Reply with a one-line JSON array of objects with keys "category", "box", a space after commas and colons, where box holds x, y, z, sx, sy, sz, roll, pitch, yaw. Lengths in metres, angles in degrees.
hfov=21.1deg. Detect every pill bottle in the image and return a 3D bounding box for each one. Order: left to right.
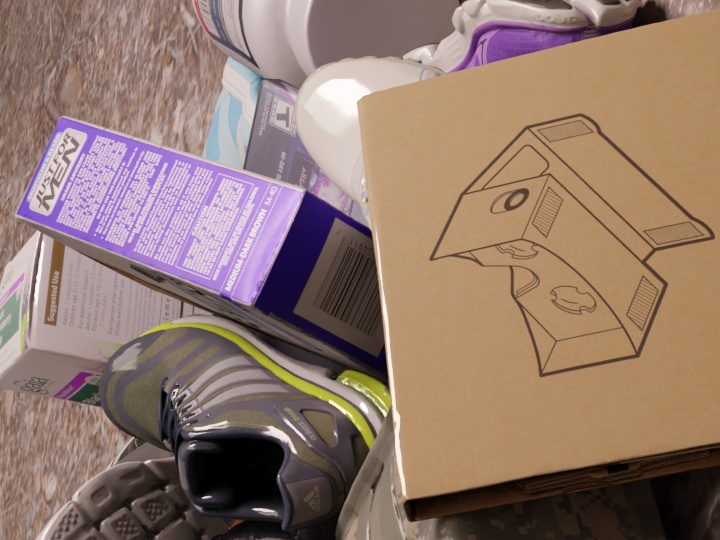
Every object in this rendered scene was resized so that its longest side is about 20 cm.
[{"category": "pill bottle", "box": [-0.019, -0.155, 1.110, 0.200, 0.119, 0.120, -140, 63, -64]}]

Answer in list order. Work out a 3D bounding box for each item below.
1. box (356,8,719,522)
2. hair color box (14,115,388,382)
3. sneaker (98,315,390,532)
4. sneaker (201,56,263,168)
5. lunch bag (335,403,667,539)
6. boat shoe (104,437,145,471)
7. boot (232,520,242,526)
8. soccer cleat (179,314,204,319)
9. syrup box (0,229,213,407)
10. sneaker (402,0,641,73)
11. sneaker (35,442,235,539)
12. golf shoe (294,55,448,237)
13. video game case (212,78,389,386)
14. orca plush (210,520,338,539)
[{"category": "box", "box": [0.085, -0.006, 0.765, 0.021, 0.162, 0.201, 65, -164, -54]}, {"category": "hair color box", "box": [-0.068, -0.012, 0.955, 0.199, 0.109, 0.065, 21, 83, 47]}, {"category": "sneaker", "box": [-0.065, 0.073, 0.911, 0.199, 0.081, 0.074, 10, 114, 45]}, {"category": "sneaker", "box": [-0.057, -0.054, 1.214, 0.200, 0.079, 0.131, -118, 45, -70]}, {"category": "lunch bag", "box": [0.049, 0.165, 0.805, 0.201, 0.117, 0.165, 114, 152, -46]}, {"category": "boat shoe", "box": [-0.111, 0.112, 1.205, 0.064, 0.071, 0.200, -50, 10, 32]}, {"category": "boot", "box": [-0.073, 0.182, 1.150, 0.200, 0.073, 0.156, -18, 63, 53]}, {"category": "soccer cleat", "box": [-0.033, 0.107, 1.006, 0.077, 0.069, 0.201, -26, 93, 41]}, {"category": "syrup box", "box": [-0.107, 0.039, 1.122, 0.079, 0.199, 0.082, 142, 135, -57]}, {"category": "sneaker", "box": [0.079, -0.084, 0.931, 0.200, 0.080, 0.084, 148, 112, -70]}, {"category": "sneaker", "box": [-0.114, 0.132, 1.033, 0.082, 0.200, 0.077, -24, 94, 39]}, {"category": "golf shoe", "box": [0.030, -0.039, 0.862, 0.200, 0.097, 0.079, 35, 113, 31]}, {"category": "video game case", "box": [0.000, 0.000, 0.984, 0.200, 0.019, 0.144, 30, 114, 44]}, {"category": "orca plush", "box": [-0.044, 0.139, 0.952, 0.199, 0.105, 0.071, -32, 51, 8]}]
